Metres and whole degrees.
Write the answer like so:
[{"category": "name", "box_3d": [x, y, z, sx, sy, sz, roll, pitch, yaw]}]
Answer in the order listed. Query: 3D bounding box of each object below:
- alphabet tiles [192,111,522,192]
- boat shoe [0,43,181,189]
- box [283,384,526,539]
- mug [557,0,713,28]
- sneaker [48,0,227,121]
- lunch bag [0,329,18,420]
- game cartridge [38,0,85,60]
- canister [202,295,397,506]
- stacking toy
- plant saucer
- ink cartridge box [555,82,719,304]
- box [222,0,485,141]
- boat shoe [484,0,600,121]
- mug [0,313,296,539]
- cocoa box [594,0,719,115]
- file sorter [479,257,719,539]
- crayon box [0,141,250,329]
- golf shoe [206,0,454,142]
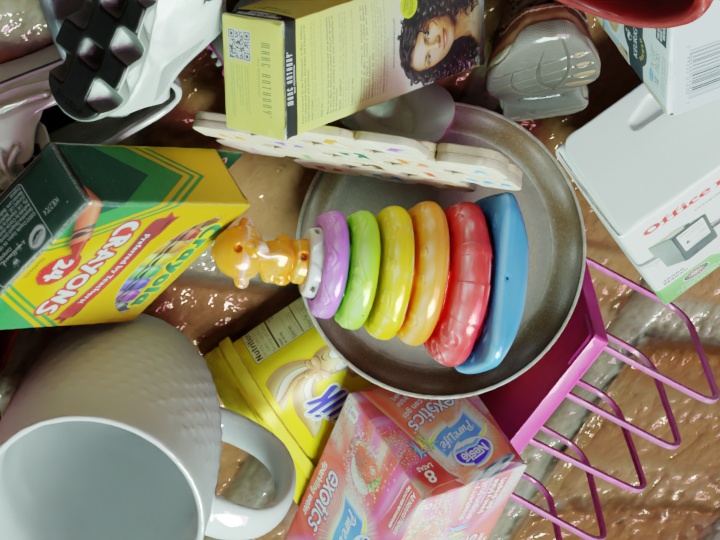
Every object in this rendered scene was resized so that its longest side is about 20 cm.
[{"category": "alphabet tiles", "box_3d": [-0.001, -0.076, 1.573, 0.196, 0.198, 0.015, 25, 74, -74]}, {"category": "boat shoe", "box_3d": [-0.202, -0.083, 1.524, 0.199, 0.066, 0.072, -24, 140, -10]}, {"category": "box", "box_3d": [0.026, 0.173, 1.770, 0.094, 0.103, 0.201, -16, 147, -33]}, {"category": "mug", "box_3d": [0.112, -0.218, 1.453, 0.133, 0.199, 0.179, -21, 105, -50]}, {"category": "sneaker", "box_3d": [-0.105, -0.178, 1.446, 0.088, 0.074, 0.201, -7, 135, -52]}, {"category": "lunch bag", "box_3d": [-0.302, 0.068, 1.607, 0.175, 0.082, 0.201, -21, 141, -19]}, {"category": "game cartridge", "box_3d": [-0.105, -0.214, 1.479, 0.199, 0.041, 0.134, -25, 143, -9]}, {"category": "canister", "box_3d": [0.003, 0.061, 1.787, 0.199, 0.087, 0.149, -34, 141, 0]}, {"category": "stacking toy", "box_3d": [0.000, 0.000, 1.617, 0.198, 0.117, 0.110, 6, 174, -13]}, {"category": "plant saucer", "box_3d": [0.053, -0.014, 1.705, 0.198, 0.032, 0.202, 0, 92, -6]}, {"category": "ink cartridge box", "box_3d": [0.234, -0.069, 1.758, 0.145, 0.084, 0.200, -36, 160, 5]}, {"category": "box", "box_3d": [0.000, -0.140, 1.512, 0.199, 0.050, 0.076, -26, 122, -46]}, {"category": "boat shoe", "box_3d": [0.113, -0.148, 1.607, 0.075, 0.072, 0.200, -5, 173, -1]}, {"category": "mug", "box_3d": [-0.138, 0.118, 1.647, 0.199, 0.176, 0.148, 18, 119, -5]}, {"category": "cocoa box", "box_3d": [0.225, -0.229, 1.600, 0.133, 0.132, 0.201, -20, 139, -13]}, {"category": "file sorter", "box_3d": [0.155, 0.110, 1.861, 0.125, 0.139, 0.200, 28, 115, -20]}, {"category": "crayon box", "box_3d": [-0.156, -0.022, 1.570, 0.127, 0.051, 0.199, -44, 160, 26]}, {"category": "golf shoe", "box_3d": [-0.002, -0.137, 1.596, 0.199, 0.075, 0.092, 15, 117, -43]}]
